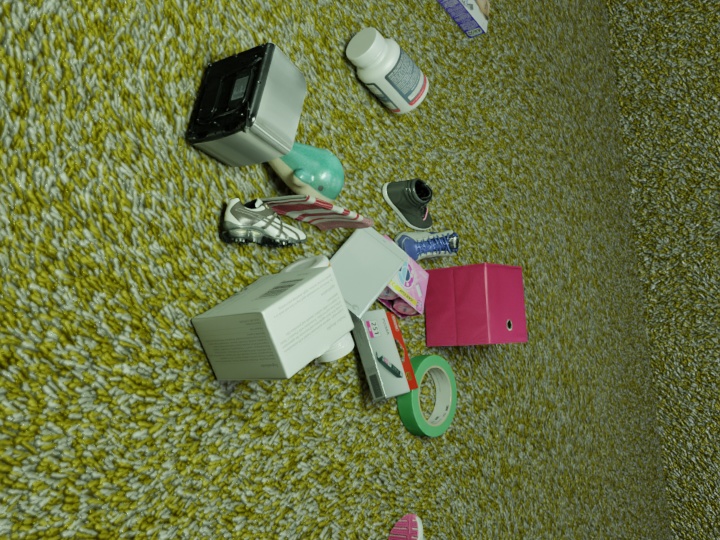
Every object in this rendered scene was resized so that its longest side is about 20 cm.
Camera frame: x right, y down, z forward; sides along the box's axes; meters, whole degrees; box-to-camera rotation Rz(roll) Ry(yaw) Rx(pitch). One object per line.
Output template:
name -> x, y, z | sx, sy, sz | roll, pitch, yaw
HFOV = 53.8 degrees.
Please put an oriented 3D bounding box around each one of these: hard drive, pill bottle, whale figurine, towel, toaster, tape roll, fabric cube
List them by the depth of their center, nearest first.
toaster -> -0.208, -0.290, 1.290 | 0.119, 0.181, 0.200 | 32, 61, -45
whale figurine -> -0.117, -0.219, 1.426 | 0.200, 0.104, 0.159 | 39, 15, -19
towel -> -0.088, -0.115, 1.440 | 0.200, 0.144, 0.023 | 17, 77, -48
pill bottle -> -0.085, 0.080, 1.446 | 0.112, 0.112, 0.200 | -39, 115, -45
hard drive -> 0.000, 0.000, 1.550 | 0.132, 0.027, 0.200 | 38, 60, 3
pill bottle -> 0.062, -0.475, 1.683 | 0.200, 0.119, 0.120 | 36, 59, -42
tape roll -> 0.169, 0.311, 1.772 | 0.200, 0.048, 0.201 | 7, 80, -49
fabric cube -> 0.297, 0.092, 1.833 | 0.196, 0.200, 0.200 | 5, 81, -49

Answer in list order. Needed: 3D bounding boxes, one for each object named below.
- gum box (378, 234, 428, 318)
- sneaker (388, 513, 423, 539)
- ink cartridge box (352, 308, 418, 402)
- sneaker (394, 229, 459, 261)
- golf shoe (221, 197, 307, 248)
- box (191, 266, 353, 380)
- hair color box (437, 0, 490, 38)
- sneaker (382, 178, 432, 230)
gum box -> 0.075, 0.014, 1.671 | 0.200, 0.066, 0.114 | 40, 51, -38
sneaker -> 0.117, 0.665, 1.649 | 0.088, 0.081, 0.201 | 9, 87, -50
ink cartridge box -> 0.068, 0.188, 1.631 | 0.173, 0.044, 0.200 | -4, 73, -49
sneaker -> 0.180, -0.068, 1.779 | 0.199, 0.115, 0.081 | -11, 93, -50
golf shoe -> -0.179, -0.093, 1.383 | 0.200, 0.078, 0.095 | 6, 80, -51
box -> -0.156, 0.097, 1.290 | 0.199, 0.200, 0.131 | -34, 110, -47
hair color box -> 0.295, -0.778, 2.045 | 0.200, 0.065, 0.110 | 31, 62, -46
sneaker -> 0.148, -0.161, 1.765 | 0.200, 0.099, 0.071 | 37, 57, -43
